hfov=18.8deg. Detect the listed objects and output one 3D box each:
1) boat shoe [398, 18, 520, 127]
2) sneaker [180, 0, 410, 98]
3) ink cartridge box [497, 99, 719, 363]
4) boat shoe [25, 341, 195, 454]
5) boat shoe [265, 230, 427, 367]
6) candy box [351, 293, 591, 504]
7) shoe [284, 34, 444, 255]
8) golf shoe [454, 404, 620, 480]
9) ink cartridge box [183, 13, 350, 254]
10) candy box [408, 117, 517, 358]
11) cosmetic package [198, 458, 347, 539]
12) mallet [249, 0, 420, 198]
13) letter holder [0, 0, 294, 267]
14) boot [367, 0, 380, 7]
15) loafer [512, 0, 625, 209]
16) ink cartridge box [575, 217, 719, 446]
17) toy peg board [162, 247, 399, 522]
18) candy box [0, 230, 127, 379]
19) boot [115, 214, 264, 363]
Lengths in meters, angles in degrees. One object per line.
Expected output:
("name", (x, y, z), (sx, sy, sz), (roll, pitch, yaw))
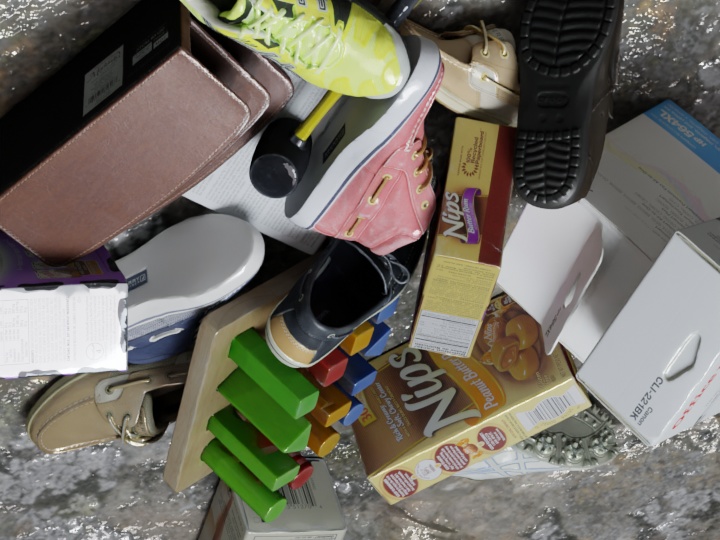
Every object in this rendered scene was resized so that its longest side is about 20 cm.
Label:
("boat shoe", (0.092, -0.154, 1.642), (0.199, 0.074, 0.069), (27, 110, -41))
("sneaker", (-0.059, -0.170, 1.489), (0.199, 0.077, 0.076), (28, 117, -4))
("ink cartridge box", (0.210, -0.024, 1.715), (0.199, 0.125, 0.129), (-28, 152, -42))
("boat shoe", (-0.189, 0.111, 1.822), (0.199, 0.065, 0.072), (-24, 139, 5))
("boat shoe", (0.000, 0.000, 1.694), (0.075, 0.200, 0.062), (46, 139, -3))
("candy box", (0.088, 0.105, 1.882), (0.199, 0.116, 0.055), (-27, 139, 9))
("shoe", (0.028, -0.088, 1.593), (0.090, 0.072, 0.200), (22, 135, -20))
("golf shoe", (0.138, 0.158, 2.010), (0.198, 0.079, 0.097), (6, 151, -18))
("ink cartridge box", (-0.081, -0.116, 1.646), (0.199, 0.057, 0.163), (26, 125, -15))
("candy box", (0.080, -0.022, 1.687), (0.056, 0.118, 0.200), (11, 158, -1))
("cosmetic package", (-0.094, 0.271, 2.017), (0.102, 0.088, 0.201), (1, 134, -24))
("mallet", (-0.012, -0.139, 1.571), (0.041, 0.066, 0.200), (35, 111, -11))
("letter holder", (-0.155, -0.087, 1.566), (0.199, 0.101, 0.142), (-36, 124, 21))
("boot", (0.034, -0.222, 1.546), (0.185, 0.065, 0.200), (15, 130, -28))
("loafer", (0.155, -0.141, 1.617), (0.072, 0.202, 0.071), (10, 174, 23))
("ink cartridge box", (0.268, 0.037, 1.640), (0.199, 0.084, 0.145), (-16, 143, -58))
("toy peg board", (-0.044, 0.096, 1.769), (0.198, 0.098, 0.201), (-30, 151, -38))
("candy box", (-0.282, 0.024, 1.604), (0.198, 0.168, 0.072), (-3, 106, -15))
("boot", (-0.139, 0.017, 1.724), (0.199, 0.073, 0.090), (-18, 150, 31))
